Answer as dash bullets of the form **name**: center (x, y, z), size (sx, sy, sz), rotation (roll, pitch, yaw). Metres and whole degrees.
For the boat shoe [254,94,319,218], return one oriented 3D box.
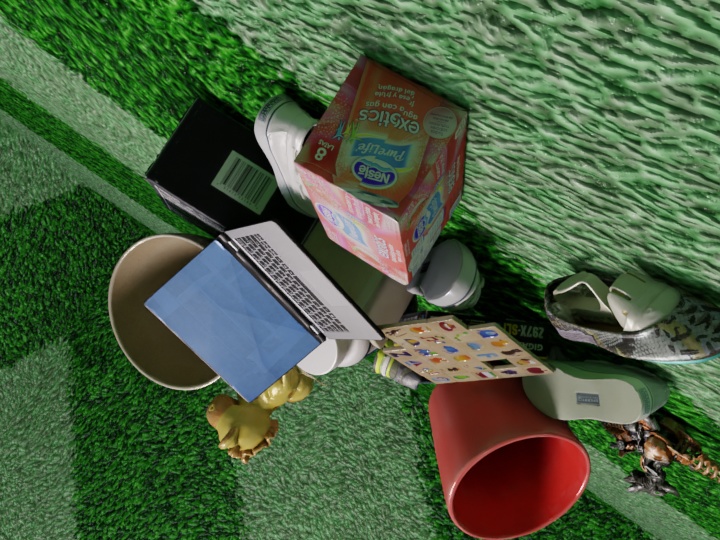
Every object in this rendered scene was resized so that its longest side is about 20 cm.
- **boat shoe**: center (-0.047, -0.101, 0.873), size (0.065, 0.074, 0.200), rotation (32, 173, 26)

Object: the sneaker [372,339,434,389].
- **sneaker**: center (0.107, 0.126, 1.256), size (0.081, 0.199, 0.074), rotation (37, 130, 28)

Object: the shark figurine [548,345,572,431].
- **shark figurine**: center (0.284, 0.175, 1.213), size (0.129, 0.089, 0.215), rotation (65, 166, 9)

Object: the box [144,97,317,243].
- **box**: center (-0.148, -0.096, 1.077), size (0.199, 0.124, 0.198), rotation (32, 171, -3)

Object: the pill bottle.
- **pill bottle**: center (-0.013, 0.069, 1.216), size (0.115, 0.117, 0.199), rotation (28, -149, 26)

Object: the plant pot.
- **plant pot**: center (0.183, 0.230, 1.143), size (0.200, 0.200, 0.178), rotation (38, -164, -34)

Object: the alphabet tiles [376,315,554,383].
- **alphabet tiles**: center (0.112, 0.096, 0.996), size (0.166, 0.008, 0.200), rotation (-10, 151, 33)

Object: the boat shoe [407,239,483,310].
- **boat shoe**: center (0.106, 0.010, 0.943), size (0.065, 0.074, 0.200), rotation (25, -178, -8)

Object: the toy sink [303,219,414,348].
- **toy sink**: center (0.000, 0.000, 1.068), size (0.111, 0.131, 0.200), rotation (30, 171, 16)

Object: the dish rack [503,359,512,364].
- **dish rack**: center (0.226, 0.167, 1.447), size (0.171, 0.044, 0.200), rotation (34, 171, -13)

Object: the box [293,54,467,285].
- **box**: center (0.022, -0.072, 0.700), size (0.094, 0.103, 0.200), rotation (30, 171, 12)

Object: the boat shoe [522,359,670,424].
- **boat shoe**: center (0.281, 0.144, 1.020), size (0.071, 0.071, 0.200), rotation (-7, -175, -31)

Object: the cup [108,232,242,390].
- **cup**: center (-0.210, 0.039, 1.123), size (0.199, 0.202, 0.143), rotation (30, -159, 13)

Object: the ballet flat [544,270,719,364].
- **ballet flat**: center (0.218, 0.033, 0.710), size (0.072, 0.072, 0.200), rotation (36, 169, -20)

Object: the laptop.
- **laptop**: center (-0.111, 0.055, 0.959), size (0.187, 0.116, 0.199), rotation (47, 154, -22)

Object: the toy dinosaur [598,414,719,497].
- **toy dinosaur**: center (0.391, 0.235, 1.120), size (0.200, 0.102, 0.136), rotation (53, 170, 43)

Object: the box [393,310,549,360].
- **box**: center (0.139, 0.086, 1.111), size (0.158, 0.050, 0.200), rotation (5, 174, -9)

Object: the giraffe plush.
- **giraffe plush**: center (-0.161, 0.201, 1.280), size (0.172, 0.163, 0.199), rotation (40, 169, -39)
